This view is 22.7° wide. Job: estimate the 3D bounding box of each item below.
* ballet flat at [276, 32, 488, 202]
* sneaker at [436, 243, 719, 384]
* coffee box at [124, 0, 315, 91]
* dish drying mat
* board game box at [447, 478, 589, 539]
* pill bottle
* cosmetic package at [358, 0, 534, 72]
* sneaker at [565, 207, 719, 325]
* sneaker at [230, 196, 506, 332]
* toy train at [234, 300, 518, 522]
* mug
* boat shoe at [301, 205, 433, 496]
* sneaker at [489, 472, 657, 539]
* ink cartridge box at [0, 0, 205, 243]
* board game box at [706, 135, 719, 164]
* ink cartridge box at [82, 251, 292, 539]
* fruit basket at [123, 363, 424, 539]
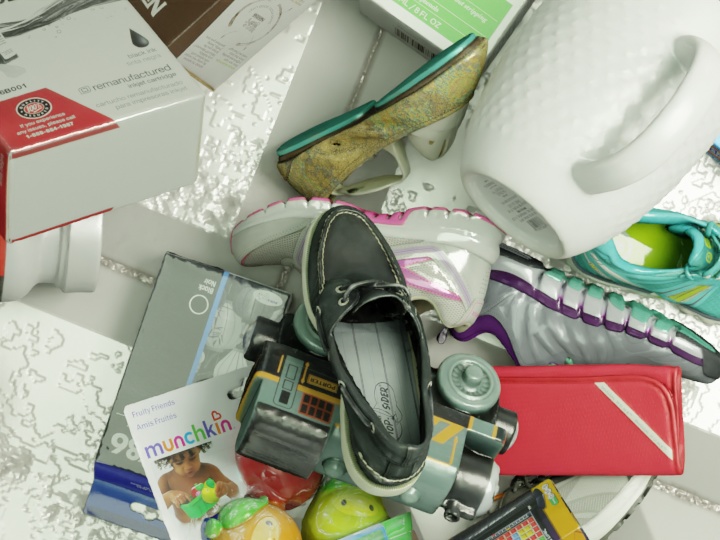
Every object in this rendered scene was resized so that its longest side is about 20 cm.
[{"bbox_3d":[0.026,-0.097,1.241,0.200,0.071,0.071,-27,87,38],"label":"ballet flat"},{"bbox_3d":[0.156,0.053,1.278,0.199,0.074,0.088,24,97,12],"label":"sneaker"},{"bbox_3d":[-0.074,-0.238,1.241,0.200,0.080,0.115,-41,64,10],"label":"coffee box"},{"bbox_3d":[0.127,0.105,1.247,0.199,0.018,0.077,-3,93,27],"label":"dish drying mat"},{"bbox_3d":[0.104,0.257,1.208,0.165,0.057,0.200,-33,127,0],"label":"board game box"},{"bbox_3d":[-0.281,-0.037,1.237,0.199,0.116,0.117,3,87,-13],"label":"pill bottle"},{"bbox_3d":[0.096,-0.243,1.278,0.107,0.085,0.200,34,89,2],"label":"cosmetic package"},{"bbox_3d":[0.240,-0.005,1.264,0.199,0.080,0.078,9,86,-13],"label":"sneaker"},{"bbox_3d":[0.000,0.000,1.248,0.199,0.081,0.089,4,83,20],"label":"sneaker"},{"bbox_3d":[0.008,0.098,1.202,0.199,0.085,0.114,22,51,-7],"label":"toy train"},{"bbox_3d":[0.162,-0.101,1.159,0.148,0.200,0.176,43,78,-17],"label":"mug"},{"bbox_3d":[0.009,0.040,1.148,0.074,0.066,0.200,2,65,-17],"label":"boat shoe"},{"bbox_3d":[0.140,0.167,1.265,0.200,0.074,0.079,-43,83,-2],"label":"sneaker"},{"bbox_3d":[-0.216,-0.130,1.203,0.144,0.084,0.200,-20,52,-29],"label":"ink cartridge box"},{"bbox_3d":[0.289,-0.153,1.294,0.200,0.045,0.152,38,88,1],"label":"board game box"},{"bbox_3d":[-0.125,0.096,1.282,0.099,0.039,0.201,17,88,-1],"label":"ink cartridge box"},{"bbox_3d":[-0.046,0.159,1.229,0.185,0.094,0.201,-16,85,-32],"label":"fruit basket"}]
